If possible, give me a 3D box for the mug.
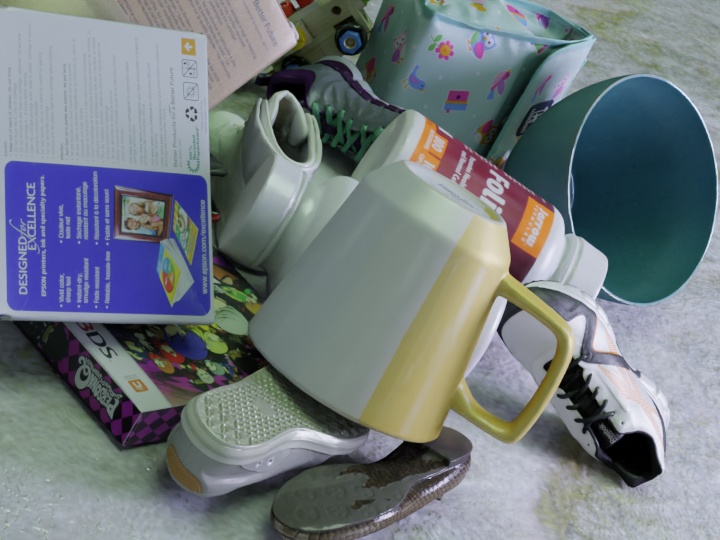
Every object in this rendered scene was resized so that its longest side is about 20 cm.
[{"bbox_3d":[0.039,0.019,1.377,0.186,0.154,0.149,25,12,-27],"label":"mug"}]

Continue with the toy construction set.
[{"bbox_3d":[-0.064,-0.232,1.799,0.131,0.199,0.092,56,34,-17],"label":"toy construction set"}]

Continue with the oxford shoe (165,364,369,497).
[{"bbox_3d":[-0.062,0.106,1.323,0.075,0.058,0.200,46,24,19],"label":"oxford shoe"}]

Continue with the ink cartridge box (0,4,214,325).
[{"bbox_3d":[-0.185,-0.065,1.298,0.199,0.199,0.043,4,-9,-40],"label":"ink cartridge box"}]

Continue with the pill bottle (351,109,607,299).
[{"bbox_3d":[0.088,-0.026,1.599,0.200,0.114,0.114,33,25,-11],"label":"pill bottle"}]

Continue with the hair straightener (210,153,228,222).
[{"bbox_3d":[-0.127,-0.101,1.566,0.041,0.077,0.200,8,17,-10],"label":"hair straightener"}]

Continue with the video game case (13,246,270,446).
[{"bbox_3d":[-0.139,0.037,1.389,0.199,0.036,0.181,-6,44,-51],"label":"video game case"}]

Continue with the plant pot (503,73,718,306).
[{"bbox_3d":[0.204,-0.071,1.807,0.199,0.201,0.134,6,-2,-41],"label":"plant pot"}]

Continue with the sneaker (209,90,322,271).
[{"bbox_3d":[-0.076,-0.099,1.610,0.073,0.116,0.200,15,28,-24],"label":"sneaker"}]

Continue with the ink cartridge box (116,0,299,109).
[{"bbox_3d":[-0.161,-0.207,1.472,0.165,0.201,0.075,-39,32,-20],"label":"ink cartridge box"}]

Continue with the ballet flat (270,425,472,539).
[{"bbox_3d":[0.009,0.150,1.342,0.067,0.047,0.200,28,26,25],"label":"ballet flat"}]

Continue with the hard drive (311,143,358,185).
[{"bbox_3d":[-0.012,-0.055,1.700,0.131,0.027,0.200,17,29,-27],"label":"hard drive"}]

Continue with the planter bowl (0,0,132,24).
[{"bbox_3d":[-0.259,-0.116,1.391,0.200,0.201,0.135,33,53,6],"label":"planter bowl"}]

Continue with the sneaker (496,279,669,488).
[{"bbox_3d":[0.174,0.086,1.540,0.200,0.074,0.080,43,27,-26],"label":"sneaker"}]

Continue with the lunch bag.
[{"bbox_3d":[0.101,-0.168,1.853,0.199,0.171,0.122,12,30,-28],"label":"lunch bag"}]

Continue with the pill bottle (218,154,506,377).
[{"bbox_3d":[0.000,0.000,1.495,0.199,0.111,0.111,32,25,-12],"label":"pill bottle"}]

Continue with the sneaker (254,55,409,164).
[{"bbox_3d":[-0.011,-0.113,1.714,0.087,0.075,0.200,-9,35,-34],"label":"sneaker"}]
